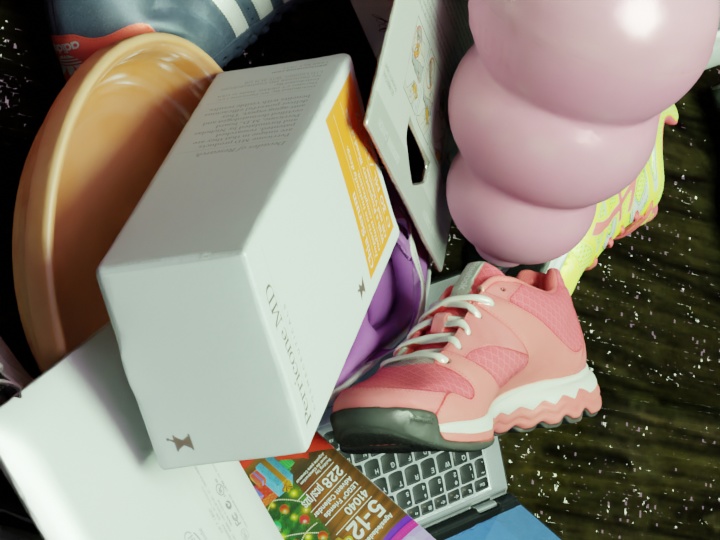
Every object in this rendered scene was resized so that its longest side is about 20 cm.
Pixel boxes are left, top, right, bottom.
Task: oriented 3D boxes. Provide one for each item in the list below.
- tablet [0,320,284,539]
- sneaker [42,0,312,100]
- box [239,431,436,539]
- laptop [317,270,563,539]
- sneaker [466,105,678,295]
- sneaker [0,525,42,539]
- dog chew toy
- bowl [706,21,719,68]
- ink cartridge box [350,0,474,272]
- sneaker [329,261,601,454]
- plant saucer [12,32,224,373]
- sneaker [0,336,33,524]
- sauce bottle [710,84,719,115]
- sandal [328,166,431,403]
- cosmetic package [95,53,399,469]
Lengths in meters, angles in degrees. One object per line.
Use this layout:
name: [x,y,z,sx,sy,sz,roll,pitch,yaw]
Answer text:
tablet: [-0.078,0.123,1.120,0.200,0.014,0.130,60,36,-8]
sneaker: [-0.070,-0.128,1.281,0.200,0.075,0.085,-10,99,-35]
box: [-0.060,0.172,1.202,0.137,0.039,0.200,41,69,6]
laptop: [0.039,0.118,1.300,0.187,0.116,0.201,-18,101,-39]
sneaker: [0.128,-0.040,1.421,0.090,0.078,0.200,40,61,-30]
sneaker: [-0.168,0.138,1.116,0.200,0.092,0.076,12,72,-18]
dog chew toy: [0.099,-0.089,1.288,0.124,0.125,0.200,-10,133,-39]
bowl: [0.159,-0.185,1.425,0.199,0.075,0.200,-23,62,-39]
ink cartridge box: [0.024,-0.117,1.294,0.200,0.045,0.177,61,42,-66]
sneaker: [0.046,0.041,1.269,0.200,0.074,0.087,-10,95,-56]
plant saucer: [-0.102,-0.009,1.199,0.200,0.037,0.201,3,86,-63]
sneaker: [-0.180,0.033,1.128,0.076,0.115,0.201,-44,113,-16]
sauce bottle: [0.252,-0.017,1.527,0.065,0.065,0.200,-21,96,-39]
sandal: [0.005,0.006,1.288,0.083,0.050,0.203,51,32,-14]
cosmetic package: [-0.045,-0.009,1.153,0.200,0.071,0.102,-66,145,-58]
